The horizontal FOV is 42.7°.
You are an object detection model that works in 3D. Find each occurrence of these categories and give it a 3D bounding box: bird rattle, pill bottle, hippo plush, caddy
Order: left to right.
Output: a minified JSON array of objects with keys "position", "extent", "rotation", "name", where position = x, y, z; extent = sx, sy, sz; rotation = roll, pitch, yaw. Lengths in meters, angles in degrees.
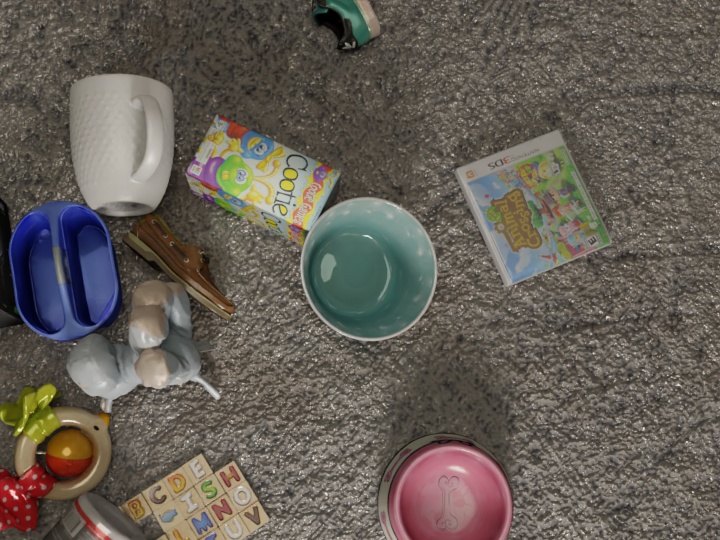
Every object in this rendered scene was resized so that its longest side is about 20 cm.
[{"position":[-0.423,0.256,1.257],"extent":[0.163,0.113,0.201],"rotation":[7,79,-21],"name":"bird rattle"},{"position":[-0.389,0.405,1.214],"extent":[0.114,0.114,0.200],"rotation":[40,82,5],"name":"pill bottle"},{"position":[-0.415,0.003,1.304],"extent":[0.141,0.105,0.200],"rotation":[-12,79,-6],"name":"caddy"},{"position":[-0.313,0.105,1.271],"extent":[0.160,0.200,0.160],"rotation":[-13,74,12],"name":"hippo plush"}]

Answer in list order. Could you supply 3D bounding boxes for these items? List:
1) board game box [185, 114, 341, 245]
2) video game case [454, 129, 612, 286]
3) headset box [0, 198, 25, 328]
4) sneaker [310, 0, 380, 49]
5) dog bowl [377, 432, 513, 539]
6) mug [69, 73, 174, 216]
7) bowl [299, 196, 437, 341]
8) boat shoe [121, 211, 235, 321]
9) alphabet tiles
[{"position":[-0.140,-0.129,1.355],"extent":[0.200,0.103,0.105],"rotation":[25,77,2],"name":"board game box"},{"position":[0.266,-0.098,1.421],"extent":[0.182,0.022,0.200],"rotation":[-22,80,-8],"name":"video game case"},{"position":[-0.542,-0.012,1.263],"extent":[0.093,0.174,0.200],"rotation":[-11,78,-6],"name":"headset box"},{"position":[-0.052,-0.438,1.445],"extent":[0.080,0.071,0.200],"rotation":[-31,83,-14],"name":"sneaker"},{"position":[0.125,0.328,1.292],"extent":[0.200,0.074,0.201],"rotation":[1,78,-3],"name":"dog bowl"},{"position":[-0.328,-0.178,1.306],"extent":[0.147,0.200,0.176],"rotation":[4,78,-35],"name":"mug"},{"position":[0.000,0.000,1.325],"extent":[0.200,0.105,0.201],"rotation":[1,86,-16],"name":"bowl"},{"position":[-0.252,-0.009,1.337],"extent":[0.200,0.072,0.068],"rotation":[39,78,4],"name":"boat shoe"},{"position":[-0.237,0.364,1.291],"extent":[0.200,0.008,0.167],"rotation":[-32,82,-10],"name":"alphabet tiles"}]
